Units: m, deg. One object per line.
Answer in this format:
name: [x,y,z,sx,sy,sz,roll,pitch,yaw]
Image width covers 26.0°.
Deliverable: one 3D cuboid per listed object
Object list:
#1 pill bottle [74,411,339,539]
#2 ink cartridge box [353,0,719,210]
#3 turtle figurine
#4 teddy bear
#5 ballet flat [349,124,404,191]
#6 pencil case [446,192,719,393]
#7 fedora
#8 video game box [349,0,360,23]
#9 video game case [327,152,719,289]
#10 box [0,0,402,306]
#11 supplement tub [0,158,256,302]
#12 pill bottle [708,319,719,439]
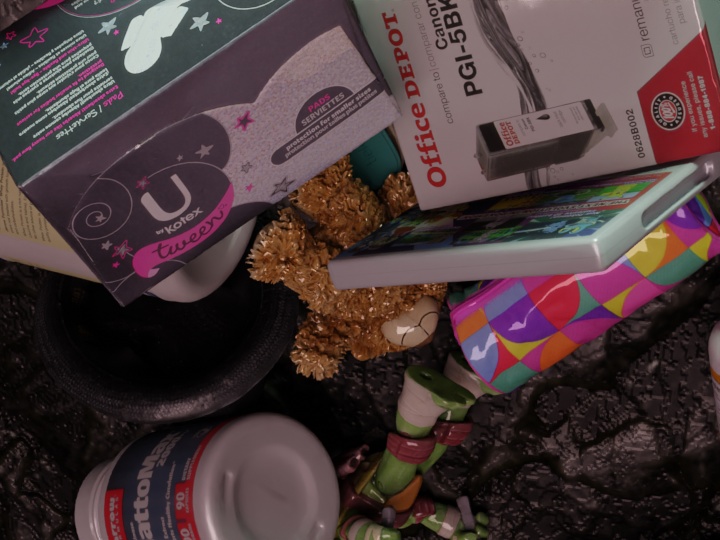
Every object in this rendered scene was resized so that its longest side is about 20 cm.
pill bottle: [-0.119,0.171,1.125,0.199,0.120,0.120,-16,109,49]
ink cartridge box: [0.113,-0.130,0.934,0.199,0.083,0.148,-11,111,23]
turtle figurine: [0.055,0.171,1.110,0.143,0.200,0.195,10,113,-29]
teddy bear: [0.000,0.000,1.033,0.067,0.145,0.201,17,146,35]
ballet flat: [-0.028,-0.136,1.019,0.069,0.070,0.201,-11,133,16]
pencil case: [0.149,-0.001,1.052,0.200,0.088,0.088,-39,99,22]
fedora: [-0.129,0.043,1.105,0.199,0.202,0.092,-2,144,13]
video game box: [0.087,-0.182,0.993,0.199,0.047,0.183,-25,106,28]
video game case: [0.107,-0.037,0.948,0.199,0.182,0.023,-4,111,42]
box: [-0.097,-0.098,0.875,0.199,0.115,0.132,-33,143,-1]
supplement tub: [-0.181,-0.068,1.048,0.199,0.145,0.146,13,114,23]
pill bottle: [0.291,0.083,1.037,0.110,0.111,0.201,-6,109,15]
